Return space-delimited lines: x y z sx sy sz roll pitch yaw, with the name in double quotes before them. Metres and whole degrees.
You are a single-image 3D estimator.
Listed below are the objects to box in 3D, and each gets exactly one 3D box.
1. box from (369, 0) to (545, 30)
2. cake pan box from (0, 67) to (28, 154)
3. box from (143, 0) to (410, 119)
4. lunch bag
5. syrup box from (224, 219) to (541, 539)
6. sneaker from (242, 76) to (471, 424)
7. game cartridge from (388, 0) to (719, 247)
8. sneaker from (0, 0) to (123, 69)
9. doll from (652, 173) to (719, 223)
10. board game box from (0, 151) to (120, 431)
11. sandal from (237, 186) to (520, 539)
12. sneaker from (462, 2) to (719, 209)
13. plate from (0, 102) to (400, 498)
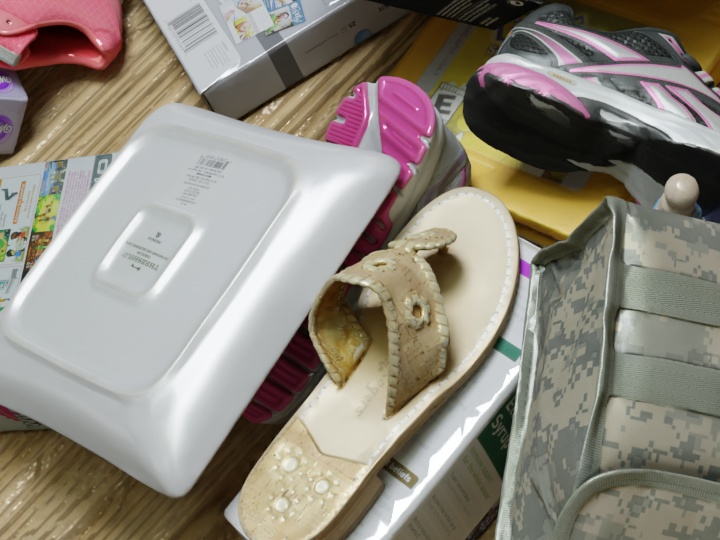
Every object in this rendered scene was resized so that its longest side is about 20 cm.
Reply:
"box" 0.037 -0.249 0.845 0.140 0.079 0.202 11 84 -18
"cake pan box" -0.329 -0.151 0.999 0.199 0.052 0.185 0 46 -34
"box" -0.041 -0.202 0.996 0.199 0.041 0.156 -33 55 -1
"lunch bag" 0.150 0.089 0.672 0.163 0.118 0.202 13 71 -11
"syrup box" 0.034 0.081 0.770 0.081 0.079 0.200 34 75 33
"sneaker" 0.000 0.000 0.831 0.081 0.088 0.201 42 104 36
"game cartridge" 0.111 -0.116 0.893 0.176 0.032 0.201 25 72 30
"sneaker" -0.240 -0.171 0.979 0.199 0.074 0.087 2 55 -25
"doll" 0.196 -0.015 0.736 0.199 0.136 0.049 -18 60 53
"board game box" -0.171 0.012 0.897 0.198 0.064 0.149 -4 58 16
"sandal" 0.006 0.032 0.718 0.077 0.070 0.212 22 69 30
"sneaker" 0.159 -0.082 0.799 0.199 0.080 0.087 27 62 3
"plate" -0.102 -0.003 0.793 0.199 0.032 0.201 18 67 45
